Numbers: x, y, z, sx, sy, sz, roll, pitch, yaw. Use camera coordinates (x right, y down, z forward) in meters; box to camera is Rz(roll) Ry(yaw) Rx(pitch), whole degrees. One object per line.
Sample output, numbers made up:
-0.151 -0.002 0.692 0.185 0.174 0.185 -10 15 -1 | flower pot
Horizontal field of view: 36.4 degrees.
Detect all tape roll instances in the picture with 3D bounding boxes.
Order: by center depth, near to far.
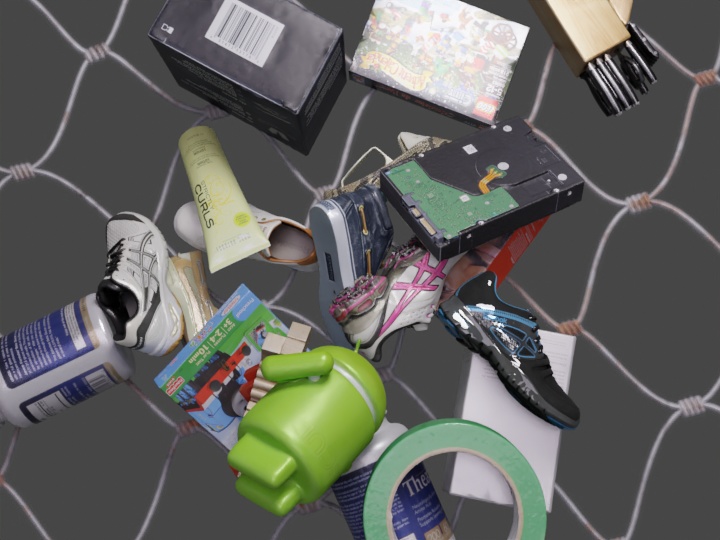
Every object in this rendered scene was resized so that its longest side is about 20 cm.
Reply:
0.101 0.265 1.192 0.197 0.048 0.204 0 89 1 | tape roll

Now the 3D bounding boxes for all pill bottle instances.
0.024 0.248 1.273 0.110 0.111 0.202 -24 88 -3 | pill bottle
-0.378 0.117 1.303 0.198 0.111 0.112 -25 82 -4 | pill bottle

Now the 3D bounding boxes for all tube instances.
-0.171 -0.089 1.321 0.058 0.051 0.202 -49 49 33 | tube

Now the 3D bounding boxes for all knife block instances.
0.280 -0.288 1.382 0.197 0.064 0.178 14 81 2 | knife block

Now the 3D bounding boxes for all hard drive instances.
0.139 -0.097 1.263 0.198 0.038 0.140 -23 50 -20 | hard drive

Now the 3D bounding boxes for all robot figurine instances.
-0.050 0.162 1.156 0.115 0.177 0.200 20 48 33 | robot figurine

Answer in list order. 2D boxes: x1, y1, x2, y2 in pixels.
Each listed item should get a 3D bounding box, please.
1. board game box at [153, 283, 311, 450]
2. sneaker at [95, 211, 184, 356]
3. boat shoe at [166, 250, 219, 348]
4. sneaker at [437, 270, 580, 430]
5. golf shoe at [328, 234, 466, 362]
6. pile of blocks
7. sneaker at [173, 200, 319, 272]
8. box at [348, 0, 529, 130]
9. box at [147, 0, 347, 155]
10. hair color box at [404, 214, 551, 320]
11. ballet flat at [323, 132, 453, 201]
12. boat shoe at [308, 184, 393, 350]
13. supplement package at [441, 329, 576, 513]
-0.120 0.140 1.290 0.151 0.037 0.200 -47 116 -6 | board game box
-0.273 0.006 1.291 0.076 0.087 0.202 -44 55 28 | sneaker
-0.183 0.069 1.334 0.075 0.072 0.202 -20 82 -14 | boat shoe
0.177 0.088 1.202 0.082 0.073 0.200 -42 84 -7 | sneaker
0.061 0.020 1.268 0.199 0.073 0.093 -38 103 -11 | golf shoe
-0.109 0.154 1.251 0.061 0.082 0.203 16 89 6 | pile of blocks
-0.137 -0.051 1.341 0.197 0.085 0.074 12 83 4 | sneaker
0.099 -0.276 1.394 0.197 0.038 0.138 21 82 3 | box
-0.127 -0.253 1.310 0.195 0.200 0.119 29 83 4 | box
0.134 -0.037 1.329 0.110 0.064 0.201 33 84 29 | hair color box
0.041 -0.127 1.363 0.198 0.068 0.076 -30 73 0 | ballet flat
0.000 0.000 1.317 0.090 0.071 0.203 -24 122 -30 | boat shoe
0.171 0.171 1.287 0.119 0.120 0.203 11 81 1 | supplement package
